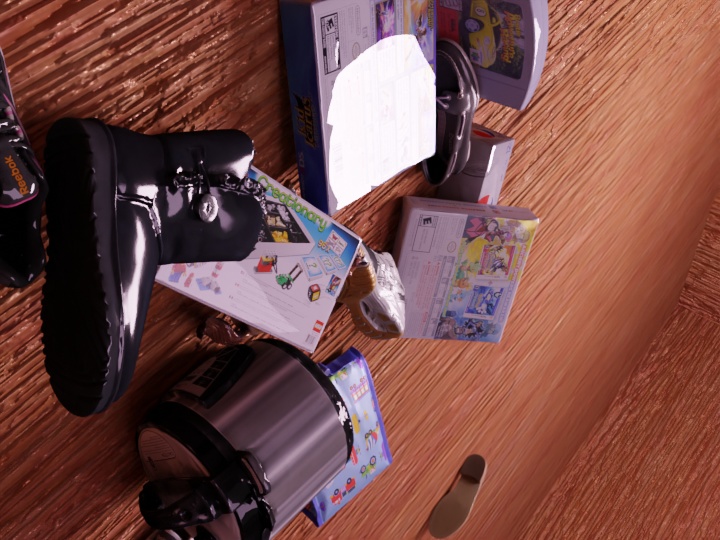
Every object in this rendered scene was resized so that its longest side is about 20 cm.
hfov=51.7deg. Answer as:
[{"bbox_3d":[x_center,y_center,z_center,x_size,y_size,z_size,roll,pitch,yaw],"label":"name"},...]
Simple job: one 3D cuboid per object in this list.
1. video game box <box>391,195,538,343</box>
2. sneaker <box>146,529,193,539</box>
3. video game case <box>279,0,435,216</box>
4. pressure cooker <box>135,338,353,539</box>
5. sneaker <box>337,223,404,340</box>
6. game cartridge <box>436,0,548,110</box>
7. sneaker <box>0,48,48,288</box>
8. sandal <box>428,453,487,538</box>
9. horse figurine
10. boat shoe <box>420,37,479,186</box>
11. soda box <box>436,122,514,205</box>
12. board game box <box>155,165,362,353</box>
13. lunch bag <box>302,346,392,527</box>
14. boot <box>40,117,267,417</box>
[{"bbox_3d":[0.128,0.003,1.013,0.180,0.047,0.202,6,119,-13],"label":"video game box"},{"bbox_3d":[-0.232,0.344,0.832,0.200,0.076,0.081,-51,139,-26],"label":"sneaker"},{"bbox_3d":[0.007,-0.183,0.736,0.181,0.045,0.202,-33,132,-39],"label":"video game case"},{"bbox_3d":[-0.124,0.184,0.739,0.200,0.178,0.177,-36,145,-38],"label":"pressure cooker"},{"bbox_3d":[0.000,0.000,0.902,0.201,0.075,0.088,60,32,-47],"label":"sneaker"},{"bbox_3d":[0.138,-0.267,0.804,0.041,0.132,0.201,-54,150,-26],"label":"game cartridge"},{"bbox_3d":[-0.225,-0.077,0.445,0.080,0.086,0.201,-38,143,-38],"label":"sneaker"},{"bbox_3d":[0.236,0.531,1.712,0.213,0.077,0.070,-57,145,-18],"label":"sandal"},{"bbox_3d":[-0.089,0.008,0.751,0.200,0.050,0.133,-47,135,-21],"label":"horse figurine"},{"bbox_3d":[0.101,-0.180,0.890,0.057,0.066,0.201,-51,153,-25],"label":"boat shoe"},{"bbox_3d":[0.148,-0.097,1.036,0.063,0.068,0.202,-24,135,-47],"label":"soda box"},{"bbox_3d":[-0.093,-0.015,0.684,0.199,0.034,0.127,32,79,-43],"label":"board game box"},{"bbox_3d":[-0.042,0.211,0.999,0.150,0.094,0.202,-32,131,-37],"label":"lunch bag"},{"bbox_3d":[-0.139,-0.008,0.541,0.167,0.076,0.203,-5,96,-54],"label":"boot"}]
